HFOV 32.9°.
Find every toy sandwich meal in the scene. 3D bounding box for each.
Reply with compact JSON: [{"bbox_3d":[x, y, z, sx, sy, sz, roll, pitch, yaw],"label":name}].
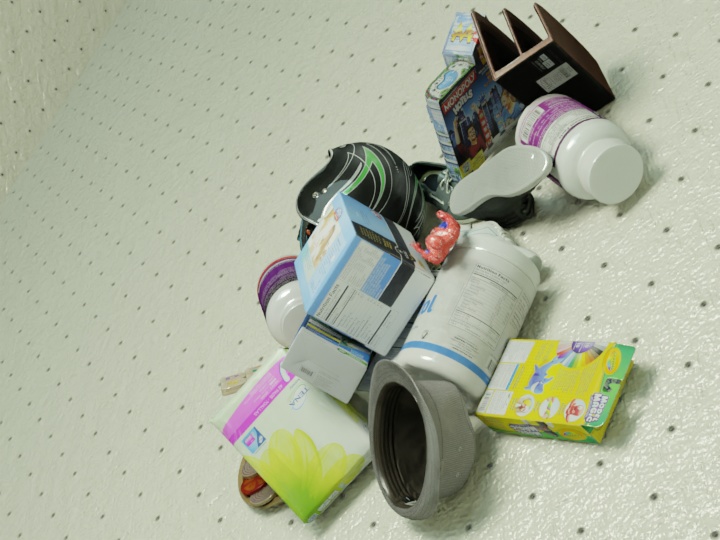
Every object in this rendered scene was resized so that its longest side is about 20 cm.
[{"bbox_3d":[-0.120,0.247,1.780,0.204,0.070,0.206,-32,34,25],"label":"toy sandwich meal"}]

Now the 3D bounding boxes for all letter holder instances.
[{"bbox_3d":[0.262,-0.314,1.768,0.100,0.199,0.143,-32,56,24],"label":"letter holder"}]

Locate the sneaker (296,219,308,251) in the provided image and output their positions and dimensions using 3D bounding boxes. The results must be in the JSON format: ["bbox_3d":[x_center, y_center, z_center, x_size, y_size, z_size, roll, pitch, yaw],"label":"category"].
[{"bbox_3d":[-0.057,-0.041,2.048,0.082,0.073,0.200,-62,24,20],"label":"sneaker"}]

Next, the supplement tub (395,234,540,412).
[{"bbox_3d":[0.141,0.070,1.592,0.131,0.132,0.201,-4,52,50],"label":"supplement tub"}]

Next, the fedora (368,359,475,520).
[{"bbox_3d":[0.082,0.204,1.500,0.177,0.090,0.202,14,108,62],"label":"fedora"}]

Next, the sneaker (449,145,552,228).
[{"bbox_3d":[0.222,-0.117,1.713,0.200,0.099,0.071,-26,56,52],"label":"sneaker"}]

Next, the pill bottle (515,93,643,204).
[{"bbox_3d":[0.301,-0.164,1.672,0.112,0.112,0.200,-45,31,4],"label":"pill bottle"}]

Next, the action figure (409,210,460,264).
[{"bbox_3d":[0.104,-0.044,1.629,0.066,0.052,0.200,-53,1,7],"label":"action figure"}]

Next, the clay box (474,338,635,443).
[{"bbox_3d":[0.241,0.143,1.464,0.199,0.048,0.115,0,55,50],"label":"clay box"}]

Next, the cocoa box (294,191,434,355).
[{"bbox_3d":[0.000,0.000,1.682,0.134,0.131,0.200,-57,17,13],"label":"cocoa box"}]

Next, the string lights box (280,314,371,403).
[{"bbox_3d":[-0.040,0.105,1.671,0.059,0.102,0.200,-60,2,13],"label":"string lights box"}]

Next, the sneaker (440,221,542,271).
[{"bbox_3d":[0.186,-0.033,1.712,0.080,0.071,0.200,-51,31,-18],"label":"sneaker"}]

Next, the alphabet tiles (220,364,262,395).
[{"bbox_3d":[-0.113,0.145,1.819,0.198,0.015,0.196,-17,6,-5],"label":"alphabet tiles"}]

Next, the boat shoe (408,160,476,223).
[{"bbox_3d":[0.135,-0.127,1.889,0.073,0.062,0.200,-51,30,-5],"label":"boat shoe"}]

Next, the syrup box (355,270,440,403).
[{"bbox_3d":[0.080,0.103,1.681,0.081,0.079,0.201,-1,54,52],"label":"syrup box"}]

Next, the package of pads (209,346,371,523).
[{"bbox_3d":[-0.083,0.219,1.667,0.155,0.200,0.068,-46,-13,4],"label":"package of pads"}]

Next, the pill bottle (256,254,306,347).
[{"bbox_3d":[-0.098,0.054,1.902,0.112,0.112,0.200,-45,20,5],"label":"pill bottle"}]

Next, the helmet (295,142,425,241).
[{"bbox_3d":[0.006,-0.100,1.895,0.191,0.200,0.199,-51,30,-18],"label":"helmet"}]

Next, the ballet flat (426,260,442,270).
[{"bbox_3d":[0.046,0.018,1.825,0.199,0.075,0.068,-34,32,22],"label":"ballet flat"}]

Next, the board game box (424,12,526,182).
[{"bbox_3d":[0.163,-0.273,1.834,0.061,0.201,0.200,13,48,40],"label":"board game box"}]
